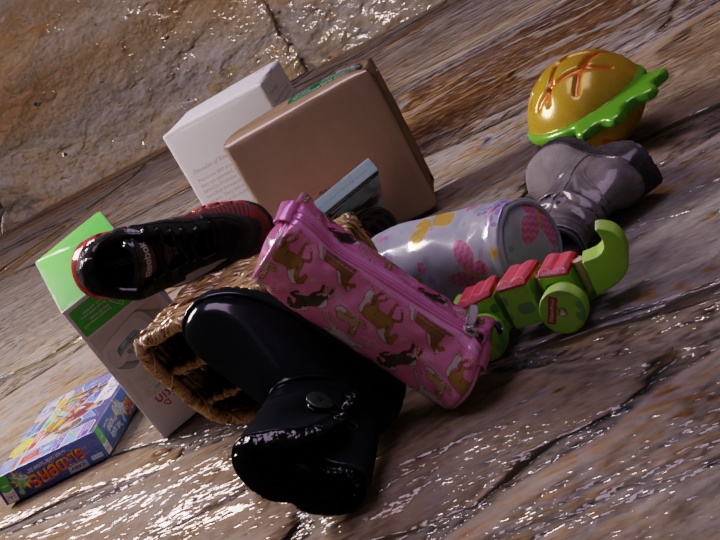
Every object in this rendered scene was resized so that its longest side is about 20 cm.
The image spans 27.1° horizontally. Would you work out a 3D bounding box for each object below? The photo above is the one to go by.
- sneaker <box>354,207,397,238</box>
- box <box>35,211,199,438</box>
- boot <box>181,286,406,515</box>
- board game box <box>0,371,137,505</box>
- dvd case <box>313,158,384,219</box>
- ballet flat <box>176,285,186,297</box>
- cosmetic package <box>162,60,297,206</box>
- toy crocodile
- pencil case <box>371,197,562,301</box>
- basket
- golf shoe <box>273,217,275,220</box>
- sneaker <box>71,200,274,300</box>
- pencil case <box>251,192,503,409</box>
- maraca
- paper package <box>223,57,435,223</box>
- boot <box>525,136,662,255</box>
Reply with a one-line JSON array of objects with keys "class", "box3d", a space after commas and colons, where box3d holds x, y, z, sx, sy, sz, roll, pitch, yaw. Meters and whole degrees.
[{"class": "sneaker", "box3d": [0.000, 0.000, 1.532, 0.087, 0.074, 0.200, -18, 24, 43]}, {"class": "box", "box3d": [-0.237, 0.051, 1.559, 0.096, 0.177, 0.200, -38, 25, -7]}, {"class": "boot", "box3d": [-0.068, 0.097, 1.142, 0.168, 0.198, 0.077, -55, -12, -64]}, {"class": "board game box", "box3d": [-0.315, 0.174, 1.657, 0.134, 0.035, 0.200, -26, 15, 16]}, {"class": "dvd case", "box3d": [-0.035, -0.040, 1.627, 0.146, 0.022, 0.200, -39, -15, -7]}, {"class": "ballet flat", "box3d": [-0.136, 0.032, 1.555, 0.068, 0.069, 0.200, 15, -2, 16]}, {"class": "cosmetic package", "box3d": [-0.147, -0.160, 2.118, 0.165, 0.201, 0.168, -27, 13, 14]}, {"class": "toy crocodile", "box3d": [0.130, 0.021, 1.202, 0.199, 0.062, 0.068, -23, 16, 31]}, {"class": "pencil case", "box3d": [0.086, -0.006, 1.331, 0.199, 0.091, 0.083, -15, 25, 49]}, {"class": "basket", "box3d": [-0.072, 0.063, 1.302, 0.198, 0.144, 0.149, -23, 12, 20]}, {"class": "golf shoe", "box3d": [-0.076, 0.038, 1.443, 0.092, 0.072, 0.202, 25, 90, 43]}, {"class": "sneaker", "box3d": [-0.175, -0.016, 1.388, 0.198, 0.072, 0.098, -14, 6, -3]}, {"class": "pencil case", "box3d": [0.011, 0.023, 1.150, 0.087, 0.199, 0.083, -58, 0, 17]}, {"class": "maraca", "box3d": [0.241, -0.171, 1.539, 0.137, 0.107, 0.200, -40, 15, -7]}, {"class": "paper package", "box3d": [-0.033, -0.122, 1.770, 0.198, 0.192, 0.104, -27, 14, 10]}, {"class": "boot", "box3d": [0.178, -0.062, 1.390, 0.131, 0.070, 0.200, -41, 12, -18]}]
